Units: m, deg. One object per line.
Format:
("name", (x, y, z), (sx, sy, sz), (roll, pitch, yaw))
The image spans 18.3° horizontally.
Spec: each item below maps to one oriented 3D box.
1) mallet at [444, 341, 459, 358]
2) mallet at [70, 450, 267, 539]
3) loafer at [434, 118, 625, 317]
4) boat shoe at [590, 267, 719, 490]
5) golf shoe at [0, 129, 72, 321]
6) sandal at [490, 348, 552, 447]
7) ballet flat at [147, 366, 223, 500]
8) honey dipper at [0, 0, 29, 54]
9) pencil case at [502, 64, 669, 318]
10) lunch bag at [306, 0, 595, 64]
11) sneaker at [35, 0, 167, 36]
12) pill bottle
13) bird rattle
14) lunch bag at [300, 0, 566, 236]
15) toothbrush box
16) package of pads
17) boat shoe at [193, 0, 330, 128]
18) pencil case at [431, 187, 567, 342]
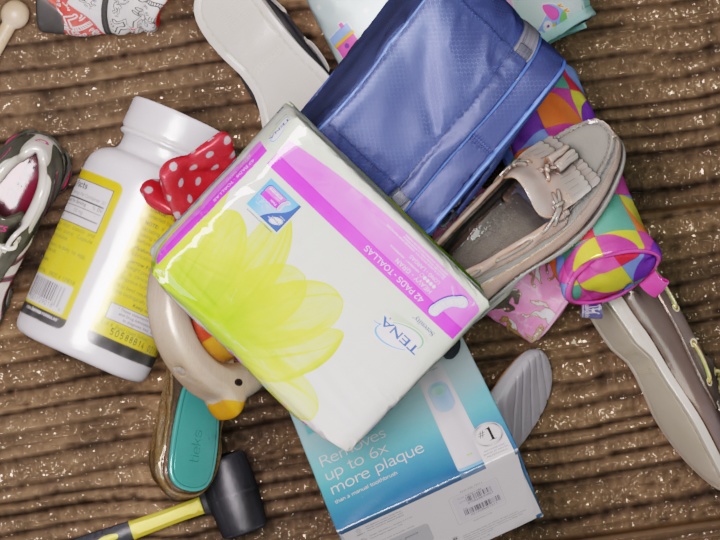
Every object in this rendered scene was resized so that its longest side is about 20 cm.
("mallet", (0.000, 0.000, 1.690), (0.041, 0.199, 0.066), (-31, 133, -32))
("mallet", (-0.168, 0.210, 1.751), (0.199, 0.041, 0.066), (-27, 88, 0))
("loafer", (0.114, -0.038, 1.619), (0.200, 0.063, 0.072), (-45, 58, -7))
("boat shoe", (0.251, 0.080, 1.765), (0.059, 0.072, 0.201), (-36, 98, -18))
("golf shoe", (-0.292, -0.019, 1.718), (0.077, 0.088, 0.201), (26, 89, -5))
("sandal", (0.078, 0.144, 1.756), (0.207, 0.059, 0.079), (-53, 137, -23))
("ballet flat", (-0.126, 0.079, 1.731), (0.067, 0.072, 0.202), (16, 78, -26))
("honey dipper", (-0.311, -0.121, 1.745), (0.038, 0.038, 0.201), (30, 84, -3))
("pencil case", (0.161, -0.065, 1.706), (0.088, 0.089, 0.201), (-19, 61, -4))
("lunch bag", (0.062, -0.222, 1.730), (0.199, 0.122, 0.171), (-28, 91, 2))
("sneaker", (-0.191, -0.261, 1.690), (0.107, 0.202, 0.068), (3, 45, -3))
("pill bottle", (-0.176, -0.026, 1.713), (0.111, 0.111, 0.201), (24, 88, -4))
("bird rattle", (-0.096, 0.013, 1.609), (0.112, 0.163, 0.201), (-7, 125, 28))
("lunch bag", (0.047, -0.112, 1.613), (0.132, 0.136, 0.200), (39, 92, -12))
("toothbrush box", (0.030, 0.120, 1.681), (0.146, 0.201, 0.086), (-23, 133, 0))
("package of pads", (-0.031, 0.009, 1.534), (0.200, 0.068, 0.155), (43, 96, -17))
("boat shoe", (-0.056, -0.142, 1.732), (0.074, 0.060, 0.200), (-41, 78, 16))
("pencil case", (0.083, -0.027, 1.749), (0.199, 0.083, 0.087), (35, 115, -3))
